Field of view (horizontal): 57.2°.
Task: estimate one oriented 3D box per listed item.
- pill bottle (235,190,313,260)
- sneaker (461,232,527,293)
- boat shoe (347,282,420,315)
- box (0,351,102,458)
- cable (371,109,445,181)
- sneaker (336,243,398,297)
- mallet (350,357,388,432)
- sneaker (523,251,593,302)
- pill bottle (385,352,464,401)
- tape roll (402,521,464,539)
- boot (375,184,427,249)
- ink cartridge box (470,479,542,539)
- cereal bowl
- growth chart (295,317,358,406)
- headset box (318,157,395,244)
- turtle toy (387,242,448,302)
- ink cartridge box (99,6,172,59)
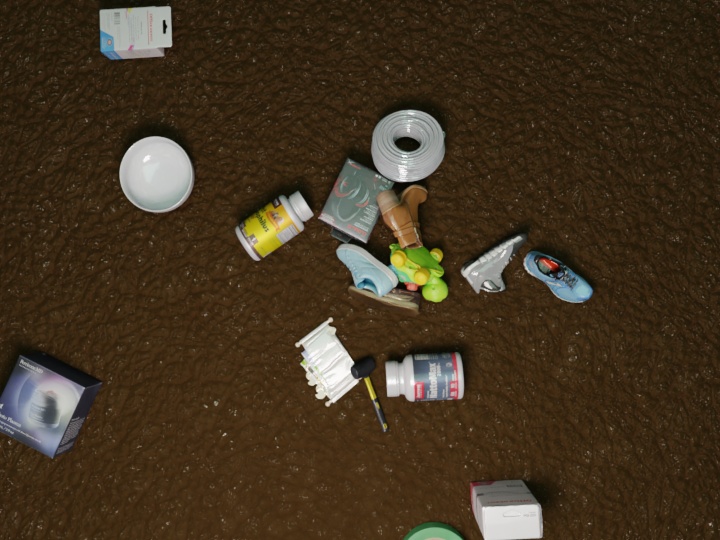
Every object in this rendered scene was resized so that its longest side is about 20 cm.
[{"bbox_3d":[-0.225,-0.123,1.754,0.198,0.109,0.110,-35,87,0],"label":"pill bottle"},{"bbox_3d":[0.376,-0.008,1.758,0.198,0.075,0.117,-32,92,10],"label":"sneaker"},{"bbox_3d":[0.066,0.060,1.765,0.196,0.072,0.073,14,68,7],"label":"boat shoe"},{"bbox_3d":[-0.829,0.350,1.744,0.197,0.123,0.201,24,87,2],"label":"box"},{"bbox_3d":[0.125,-0.330,1.743,0.196,0.070,0.204,6,63,4],"label":"cable"},{"bbox_3d":[0.000,0.000,1.726,0.198,0.075,0.082,30,57,29],"label":"sneaker"},{"bbox_3d":[0.025,0.337,1.755,0.065,0.041,0.204,-14,91,-29],"label":"mallet"},{"bbox_3d":[0.523,0.020,1.737,0.198,0.090,0.079,30,89,2],"label":"sneaker"},{"bbox_3d":[0.165,0.279,1.722,0.196,0.120,0.122,-4,87,2],"label":"pill bottle"},{"bbox_3d":[0.195,0.770,1.734,0.196,0.048,0.205,0,87,2],"label":"tape roll"},{"bbox_3d":[0.131,-0.134,1.714,0.073,0.198,0.157,-35,76,43],"label":"boot"},{"bbox_3d":[0.362,0.598,1.660,0.142,0.200,0.087,-4,87,2],"label":"ink cartridge box"},{"bbox_3d":[-0.539,-0.253,1.782,0.196,0.083,0.205,0,87,2],"label":"cereal bowl"},{"bbox_3d":[-0.090,0.249,1.780,0.143,0.018,0.202,-30,87,1],"label":"growth chart"},{"bbox_3d":[-0.014,-0.174,1.768,0.147,0.075,0.203,27,88,2],"label":"headset box"},{"bbox_3d":[0.152,0.000,1.735,0.199,0.146,0.102,38,130,3],"label":"turtle toy"},{"bbox_3d":[-0.604,-0.650,1.809,0.196,0.068,0.118,-2,87,2],"label":"ink cartridge box"}]
